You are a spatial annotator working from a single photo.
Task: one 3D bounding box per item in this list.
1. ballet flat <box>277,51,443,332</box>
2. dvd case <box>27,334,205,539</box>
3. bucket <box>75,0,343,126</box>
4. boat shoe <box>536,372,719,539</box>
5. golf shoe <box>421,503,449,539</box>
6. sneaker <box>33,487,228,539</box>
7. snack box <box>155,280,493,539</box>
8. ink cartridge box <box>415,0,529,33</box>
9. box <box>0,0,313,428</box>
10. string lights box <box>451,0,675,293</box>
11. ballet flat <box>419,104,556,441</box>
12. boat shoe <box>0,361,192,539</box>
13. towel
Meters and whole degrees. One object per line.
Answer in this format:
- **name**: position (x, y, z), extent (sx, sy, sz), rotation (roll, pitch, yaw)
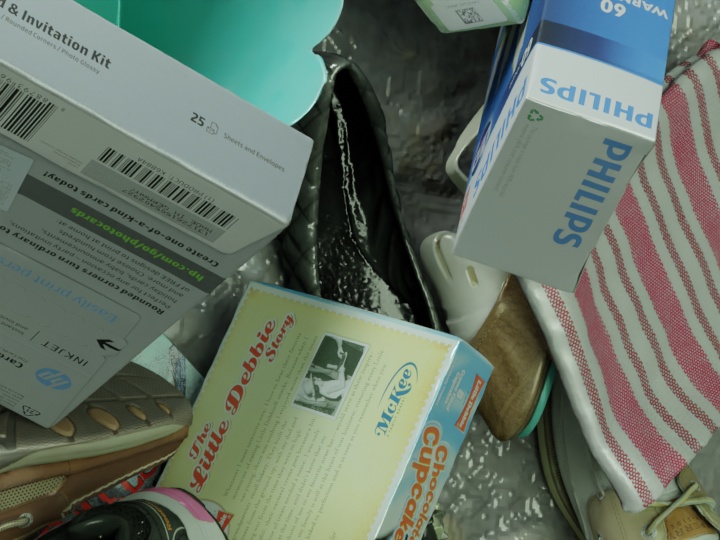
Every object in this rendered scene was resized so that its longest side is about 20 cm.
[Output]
- **ballet flat**: position (0.000, 0.000, 1.046), extent (0.066, 0.057, 0.201), rotation (-23, 98, -24)
- **dvd case**: position (-0.118, 0.094, 1.004), extent (0.146, 0.022, 0.200), rotation (-47, 109, -20)
- **bucket**: position (-0.123, -0.118, 0.920), extent (0.206, 0.134, 0.209), rotation (4, 84, -43)
- **boat shoe**: position (0.141, 0.122, 1.105), extent (0.074, 0.068, 0.201), rotation (-19, 97, -26)
- **golf shoe**: position (0.008, 0.181, 0.978), extent (0.087, 0.077, 0.201), rotation (-15, 55, 5)
- **sneaker**: position (-0.145, 0.158, 0.921), extent (0.080, 0.086, 0.200), rotation (41, 93, 21)
- **snack box**: position (-0.035, 0.110, 0.969), extent (0.037, 0.116, 0.201), rotation (41, 69, -52)
- **ink cartridge box**: position (0.018, -0.214, 0.950), extent (0.200, 0.048, 0.146), rotation (47, 50, -44)
- **box**: position (-0.131, -0.026, 0.828), extent (0.155, 0.200, 0.041), rotation (29, 53, -18)
- **string lights box**: position (0.096, -0.101, 1.010), extent (0.059, 0.103, 0.201), rotation (18, 48, -5)
- **ballet flat**: position (0.069, -0.025, 1.077), extent (0.072, 0.068, 0.201), rotation (22, 76, -19)
- **boat shoe**: position (-0.159, 0.083, 0.942), extent (0.199, 0.076, 0.072), rotation (-10, 126, -35)
- **towel**: position (0.151, -0.003, 1.082), extent (0.200, 0.030, 0.147), rotation (-41, 112, -38)
